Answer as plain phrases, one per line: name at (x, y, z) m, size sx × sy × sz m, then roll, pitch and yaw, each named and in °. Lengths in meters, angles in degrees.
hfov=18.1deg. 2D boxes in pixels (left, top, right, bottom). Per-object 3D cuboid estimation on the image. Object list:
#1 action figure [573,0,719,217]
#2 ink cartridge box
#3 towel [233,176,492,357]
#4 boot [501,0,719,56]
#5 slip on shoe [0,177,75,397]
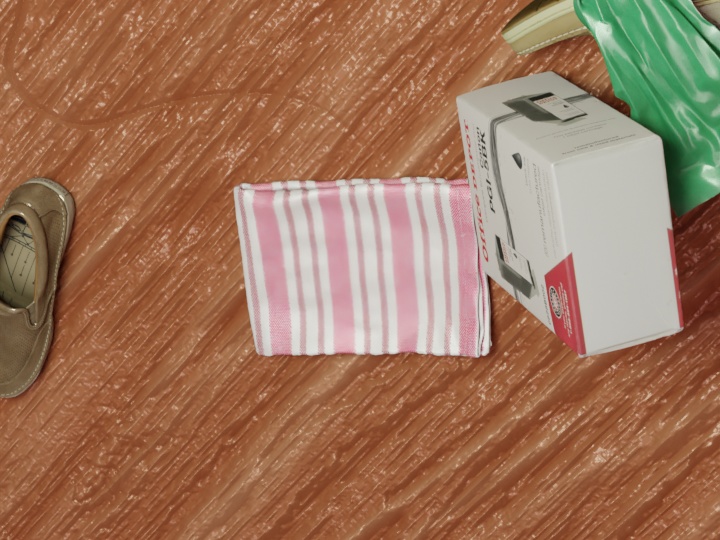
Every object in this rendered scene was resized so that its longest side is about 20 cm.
action figure at (0.208, -0.149, 1.551) m, size 0.118 × 0.055 × 0.200 m, roll -35°, pitch 96°, yaw 23°
ink cartridge box at (0.145, -0.044, 1.601) m, size 0.083 × 0.200 × 0.147 m, roll -15°, pitch 111°, yaw -13°
towel at (0.000, 0.000, 1.767) m, size 0.200 × 0.030 × 0.147 m, roll -1°, pitch 111°, yaw 17°
boot at (0.214, -0.152, 1.616) m, size 0.200 × 0.072 × 0.155 m, roll -20°, pitch 108°, yaw 23°
slip on shoe at (-0.282, 0.021, 1.842) m, size 0.076 × 0.061 × 0.200 m, roll 25°, pitch 117°, yaw 5°
